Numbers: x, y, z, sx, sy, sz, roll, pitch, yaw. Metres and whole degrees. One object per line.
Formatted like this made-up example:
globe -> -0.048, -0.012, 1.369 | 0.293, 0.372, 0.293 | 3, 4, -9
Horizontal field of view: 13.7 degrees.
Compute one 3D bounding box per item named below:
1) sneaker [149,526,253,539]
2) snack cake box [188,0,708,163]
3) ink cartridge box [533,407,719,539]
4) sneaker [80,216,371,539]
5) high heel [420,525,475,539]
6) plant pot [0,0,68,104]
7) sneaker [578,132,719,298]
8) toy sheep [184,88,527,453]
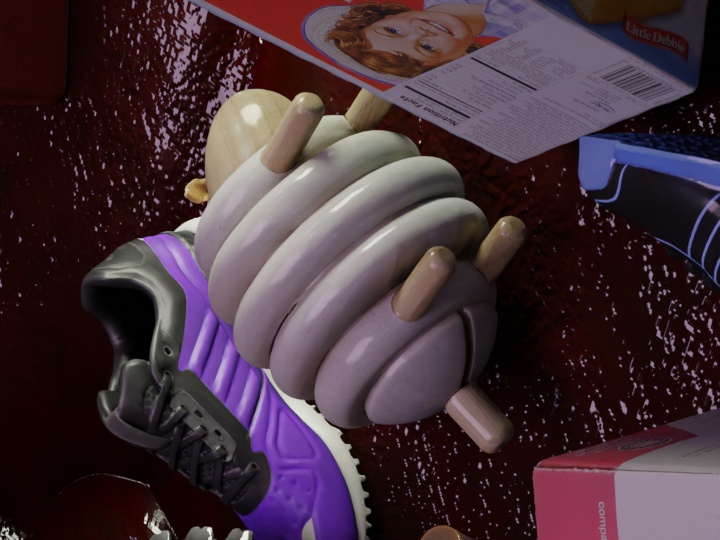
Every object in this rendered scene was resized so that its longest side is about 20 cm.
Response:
sneaker -> -0.031, 0.180, 1.363 | 0.199, 0.071, 0.098 | 13, 65, 24
snack cake box -> 0.030, -0.122, 1.196 | 0.115, 0.199, 0.068 | -19, 54, 48
ink cartridge box -> 0.185, 0.099, 1.105 | 0.199, 0.146, 0.083 | -1, 98, 49
sneaker -> -0.075, 0.074, 1.430 | 0.070, 0.099, 0.201 | -44, 68, 44
high heel -> 0.031, 0.211, 1.288 | 0.067, 0.096, 0.201 | 13, 80, 51
plant pot -> -0.280, -0.188, 1.532 | 0.199, 0.176, 0.202 | 15, 109, 36
sneaker -> 0.160, -0.005, 1.173 | 0.199, 0.070, 0.079 | 18, 106, 45
toy sheep -> 0.000, 0.000, 1.314 | 0.200, 0.137, 0.138 | 53, 132, 20
